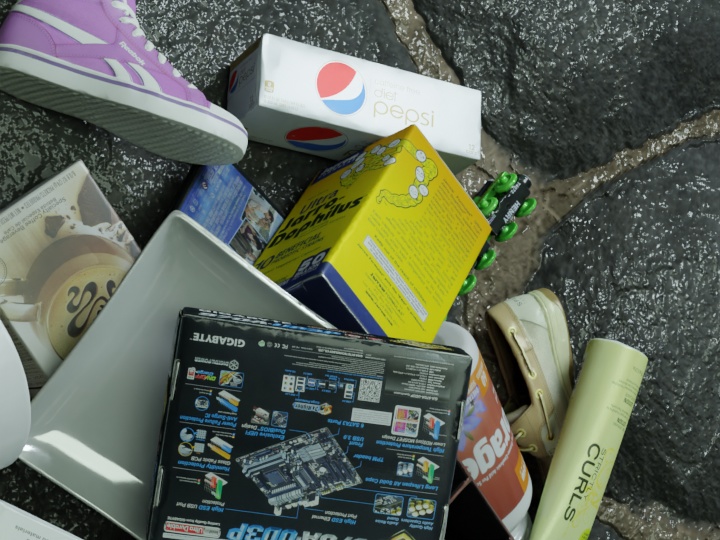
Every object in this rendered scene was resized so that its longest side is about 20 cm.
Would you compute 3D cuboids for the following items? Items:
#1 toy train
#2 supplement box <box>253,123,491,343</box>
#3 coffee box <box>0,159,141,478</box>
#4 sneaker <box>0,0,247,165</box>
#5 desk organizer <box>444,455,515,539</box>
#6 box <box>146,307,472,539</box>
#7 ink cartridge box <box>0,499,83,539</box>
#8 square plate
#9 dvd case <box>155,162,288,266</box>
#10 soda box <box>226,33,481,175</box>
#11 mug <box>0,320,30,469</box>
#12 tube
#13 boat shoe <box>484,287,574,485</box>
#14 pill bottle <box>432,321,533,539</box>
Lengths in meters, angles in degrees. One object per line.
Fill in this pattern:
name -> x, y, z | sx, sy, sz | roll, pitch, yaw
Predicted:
toy train -> 0.073, -0.005, 1.295 | 0.042, 0.056, 0.200 | 49, 67, -23
supplement box -> 0.000, 0.000, 1.183 | 0.110, 0.109, 0.200 | 52, 39, -18
coffee box -> -0.199, 0.038, 1.137 | 0.113, 0.080, 0.200 | -38, 102, -25
sneaker -> -0.163, -0.158, 1.160 | 0.200, 0.073, 0.115 | 23, 68, -4
desk organizer -> 0.059, 0.204, 1.153 | 0.200, 0.077, 0.072 | 56, 29, -25
box -> -0.035, 0.117, 1.055 | 0.199, 0.046, 0.160 | 8, 94, -7
ink cartridge box -> -0.266, 0.257, 1.042 | 0.087, 0.145, 0.200 | 31, 71, -22
square plate -> -0.107, 0.095, 1.083 | 0.198, 0.028, 0.200 | 37, 91, -8
dvd case -> -0.073, 0.015, 1.193 | 0.200, 0.018, 0.143 | 47, 40, -23
soda box -> -0.004, -0.127, 1.258 | 0.199, 0.068, 0.064 | 11, 70, -26
mug -> -0.332, 0.089, 1.021 | 0.153, 0.186, 0.150 | -29, 118, -44
tube -> 0.178, 0.156, 1.259 | 0.058, 0.052, 0.201 | 22, 78, -8
boat shoe -> 0.146, 0.118, 1.317 | 0.066, 0.074, 0.201 | -11, 88, -15
pill bottle -> 0.068, 0.148, 1.227 | 0.112, 0.112, 0.200 | -38, 121, -25
